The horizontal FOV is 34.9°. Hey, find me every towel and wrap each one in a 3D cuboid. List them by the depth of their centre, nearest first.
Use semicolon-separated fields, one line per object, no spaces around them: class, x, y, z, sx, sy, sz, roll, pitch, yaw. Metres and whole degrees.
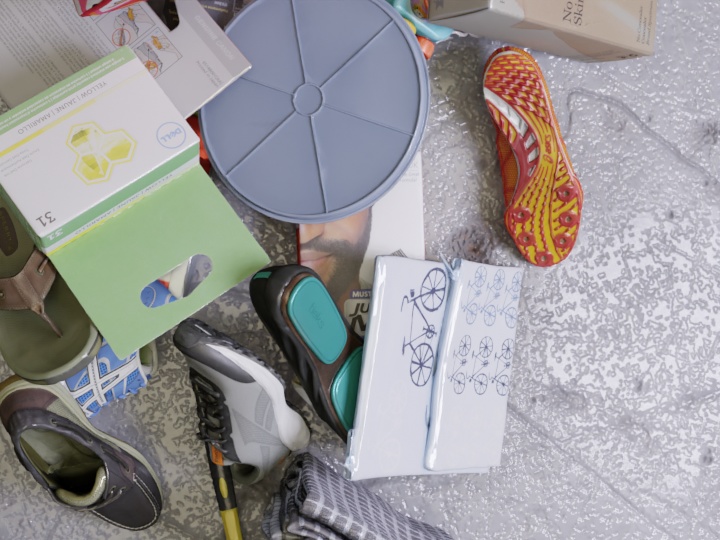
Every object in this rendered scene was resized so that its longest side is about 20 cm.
towel;0.006;0.225;0.927;0.165;0.200;0.086;32;86;-6

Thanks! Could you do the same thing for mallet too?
mallet;-0.123;0.218;0.999;0.066;0.041;0.201;-19;87;-3

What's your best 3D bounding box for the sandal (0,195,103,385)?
sandal;-0.266;0.006;0.886;0.080;0.057;0.201;-34;61;-2

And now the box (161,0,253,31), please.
box;-0.062;-0.254;0.994;0.199;0.050;0.159;10;89;-6

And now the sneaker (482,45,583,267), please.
sneaker;0.154;-0.101;1.010;0.073;0.077;0.201;-8;108;12

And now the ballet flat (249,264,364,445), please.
ballet flat;-0.030;0.068;0.921;0.068;0.068;0.201;-47;130;-29

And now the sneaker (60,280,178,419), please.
sneaker;-0.216;0.086;0.944;0.077;0.076;0.200;31;111;-3

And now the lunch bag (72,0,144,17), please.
lunch bag;-0.132;-0.260;0.868;0.200;0.176;0.082;-35;101;-40

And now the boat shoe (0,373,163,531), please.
boat shoe;-0.225;0.163;0.923;0.072;0.066;0.201;-27;131;5

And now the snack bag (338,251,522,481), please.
snack bag;0.067;0.080;0.963;0.199;0.021;0.190;9;90;-48

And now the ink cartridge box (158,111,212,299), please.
ink cartridge box;-0.209;-0.078;0.980;0.161;0.050;0.201;11;92;-6

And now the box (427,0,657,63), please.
box;0.155;-0.237;0.957;0.199;0.078;0.096;3;91;-38

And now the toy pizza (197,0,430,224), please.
toy pizza;-0.038;-0.138;0.943;0.199;0.032;0.201;0;88;16

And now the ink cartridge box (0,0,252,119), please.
ink cartridge box;-0.215;-0.180;0.958;0.176;0.045;0.200;-39;79;-6

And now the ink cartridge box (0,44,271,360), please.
ink cartridge box;-0.180;-0.055;0.870;0.145;0.048;0.200;-34;76;-18

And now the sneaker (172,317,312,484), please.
sneaker;-0.102;0.111;0.924;0.074;0.200;0.079;30;68;35

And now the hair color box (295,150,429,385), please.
hair color box;0.000;0.000;0.995;0.110;0.064;0.201;-3;89;-5

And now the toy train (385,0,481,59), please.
toy train;0.060;-0.282;0.960;0.150;0.056;0.201;-28;108;-25
